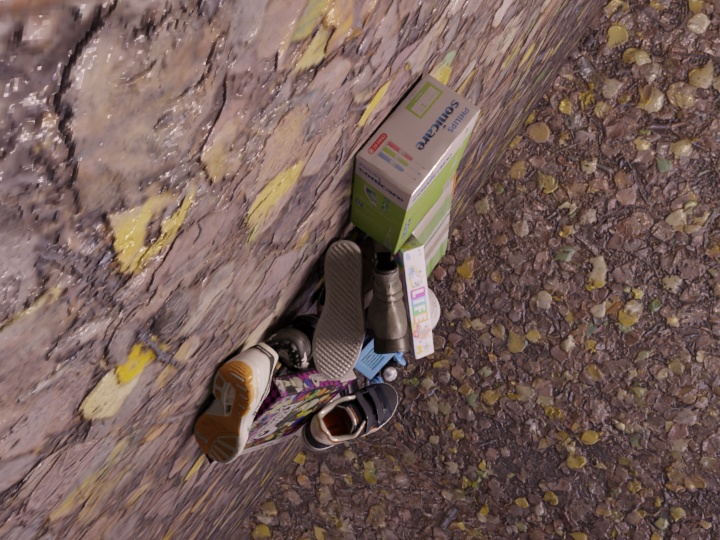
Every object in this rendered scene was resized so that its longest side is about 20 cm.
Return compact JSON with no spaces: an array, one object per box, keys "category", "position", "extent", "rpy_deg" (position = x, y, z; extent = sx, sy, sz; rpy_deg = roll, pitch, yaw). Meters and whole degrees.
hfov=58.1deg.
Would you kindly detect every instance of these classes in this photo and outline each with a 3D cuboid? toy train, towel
[{"category":"toy train","position":[0.013,0.138,1.244],"extent":[0.087,0.114,0.200],"rpy_deg":[-44,-154,6]},{"category":"towel","position":[0.105,-0.062,1.062],"extent":[0.149,0.030,0.201],"rpy_deg":[-50,153,-36]}]

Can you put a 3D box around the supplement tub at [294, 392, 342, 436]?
[{"category":"supplement tub","position":[-0.095,0.271,1.410],"extent":[0.133,0.131,0.200],"rpy_deg":[-55,171,10]}]

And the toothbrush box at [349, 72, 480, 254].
[{"category":"toothbrush box","position":[0.064,-0.129,0.842],"extent":[0.146,0.086,0.200],"rpy_deg":[-51,172,-15]}]

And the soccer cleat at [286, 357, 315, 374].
[{"category":"soccer cleat","position":[-0.071,0.122,1.214],"extent":[0.201,0.068,0.073],"rpy_deg":[-55,-171,4]}]

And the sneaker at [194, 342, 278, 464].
[{"category":"sneaker","position":[-0.158,0.179,0.863],"extent":[0.088,0.075,0.201],"rpy_deg":[-43,167,-52]}]

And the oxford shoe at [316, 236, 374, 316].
[{"category":"oxford shoe","position":[0.000,0.000,1.074],"extent":[0.201,0.070,0.075],"rpy_deg":[-54,166,-14]}]

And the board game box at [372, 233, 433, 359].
[{"category":"board game box","position":[0.064,0.020,1.015],"extent":[0.034,0.135,0.202],"rpy_deg":[-18,125,-13]}]

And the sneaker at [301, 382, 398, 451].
[{"category":"sneaker","position":[-0.003,0.245,1.110],"extent":[0.199,0.079,0.079],"rpy_deg":[-23,165,-34]}]

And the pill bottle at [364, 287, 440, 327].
[{"category":"pill bottle","position":[0.085,0.074,1.227],"extent":[0.114,0.113,0.200],"rpy_deg":[-55,161,7]}]

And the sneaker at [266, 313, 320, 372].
[{"category":"sneaker","position":[-0.092,0.099,0.979],"extent":[0.091,0.066,0.200],"rpy_deg":[-58,174,-16]}]

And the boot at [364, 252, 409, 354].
[{"category":"boot","position":[0.037,0.034,0.936],"extent":[0.200,0.067,0.132],"rpy_deg":[-121,-153,-81]}]

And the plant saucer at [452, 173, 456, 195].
[{"category":"plant saucer","position":[0.118,-0.123,1.117],"extent":[0.200,0.037,0.202],"rpy_deg":[-49,149,-44]}]

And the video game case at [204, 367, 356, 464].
[{"category":"video game case","position":[-0.126,0.224,1.026],"extent":[0.200,0.036,0.181],"rpy_deg":[-45,156,27]}]

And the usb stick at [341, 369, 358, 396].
[{"category":"usb stick","position":[-0.035,0.190,1.356],"extent":[0.055,0.032,0.202],"rpy_deg":[-40,123,-64]}]

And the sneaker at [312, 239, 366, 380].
[{"category":"sneaker","position":[-0.022,0.056,0.960],"extent":[0.114,0.072,0.203],"rpy_deg":[-26,125,-87]}]
